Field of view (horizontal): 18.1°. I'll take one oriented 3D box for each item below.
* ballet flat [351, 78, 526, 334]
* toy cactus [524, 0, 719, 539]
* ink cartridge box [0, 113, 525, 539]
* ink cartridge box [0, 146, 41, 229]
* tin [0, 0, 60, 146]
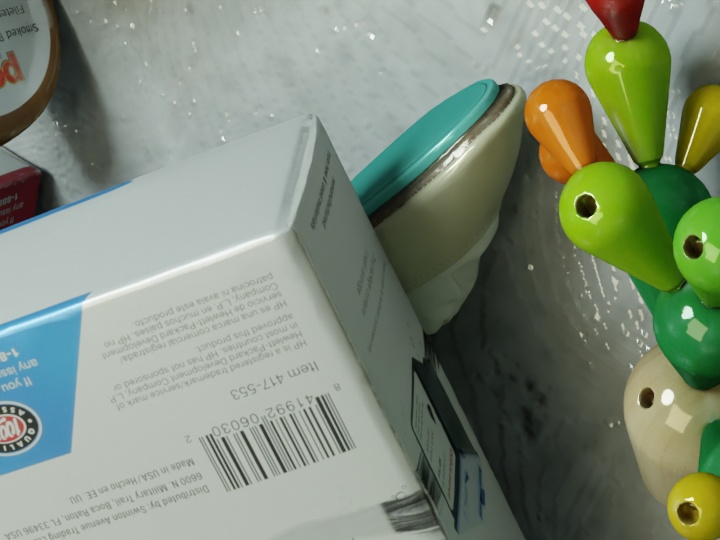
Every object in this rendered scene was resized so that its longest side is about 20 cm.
[{"bbox_3d":[0.000,0.000,0.783,0.200,0.069,0.070,-29,88,42],"label":"ballet flat"},{"bbox_3d":[0.109,0.018,0.673,0.165,0.102,0.200,84,161,-60],"label":"toy cactus"},{"bbox_3d":[-0.041,0.073,0.729,0.146,0.086,0.201,-19,117,16],"label":"ink cartridge box"},{"bbox_3d":[-0.238,0.037,0.917,0.144,0.145,0.201,28,122,25],"label":"ink cartridge box"},{"bbox_3d":[-0.180,-0.132,0.831,0.042,0.112,0.201,-25,91,40],"label":"tin"}]
